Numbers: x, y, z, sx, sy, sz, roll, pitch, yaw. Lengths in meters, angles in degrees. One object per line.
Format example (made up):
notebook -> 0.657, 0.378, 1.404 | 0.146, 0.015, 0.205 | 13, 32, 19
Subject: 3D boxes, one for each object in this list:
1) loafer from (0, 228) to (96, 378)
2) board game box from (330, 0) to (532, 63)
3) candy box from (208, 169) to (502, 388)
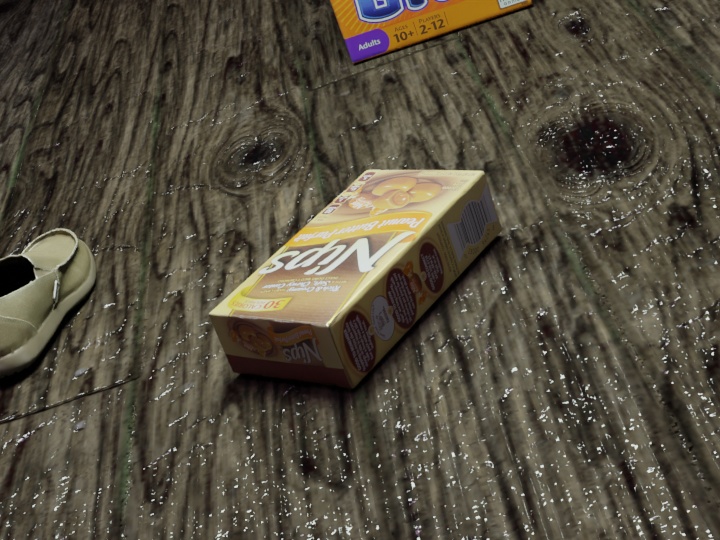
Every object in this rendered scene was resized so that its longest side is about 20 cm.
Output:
loafer -> -0.274, 0.012, 1.228 | 0.075, 0.068, 0.201 | -15, 26, 12
board game box -> 0.053, -0.371, 1.570 | 0.198, 0.201, 0.201 | -17, 26, 9
candy box -> 0.000, 0.000, 1.057 | 0.115, 0.056, 0.200 | 3, 34, 41
